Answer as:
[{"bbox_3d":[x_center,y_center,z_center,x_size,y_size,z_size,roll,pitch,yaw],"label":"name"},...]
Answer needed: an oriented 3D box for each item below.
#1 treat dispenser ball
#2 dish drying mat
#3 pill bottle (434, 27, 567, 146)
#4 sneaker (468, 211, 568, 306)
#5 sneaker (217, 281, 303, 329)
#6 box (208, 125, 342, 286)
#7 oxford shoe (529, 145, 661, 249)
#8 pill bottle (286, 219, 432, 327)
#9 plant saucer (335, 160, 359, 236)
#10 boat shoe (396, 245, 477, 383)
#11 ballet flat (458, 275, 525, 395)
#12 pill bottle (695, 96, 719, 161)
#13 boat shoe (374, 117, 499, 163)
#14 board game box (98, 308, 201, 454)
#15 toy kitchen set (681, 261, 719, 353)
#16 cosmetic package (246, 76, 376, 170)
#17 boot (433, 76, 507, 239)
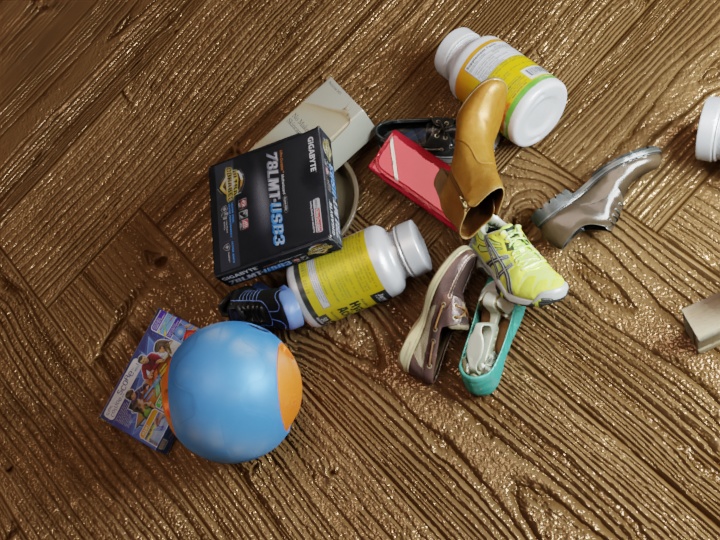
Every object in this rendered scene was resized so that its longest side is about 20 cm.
[{"bbox_3d":[-0.184,0.173,1.252,0.200,0.201,0.202,-9,65,20],"label":"treat dispenser ball"},{"bbox_3d":[0.108,-0.132,1.333,0.200,0.018,0.077,37,91,18],"label":"dish drying mat"},{"bbox_3d":[0.206,-0.286,1.331,0.111,0.111,0.200,-45,59,0],"label":"pill bottle"},{"bbox_3d":[0.207,-0.017,1.196,0.075,0.077,0.200,-21,34,-21],"label":"sneaker"},{"bbox_3d":[-0.151,0.062,1.311,0.078,0.070,0.200,-23,13,-22],"label":"sneaker"},{"bbox_3d":[-0.131,-0.097,1.318,0.198,0.050,0.201,-17,62,21],"label":"box"},{"bbox_3d":[0.344,-0.098,1.225,0.200,0.073,0.085,-36,76,8],"label":"oxford shoe"},{"bbox_3d":[0.000,0.000,1.299,0.199,0.111,0.112,-23,61,14],"label":"pill bottle"},{"bbox_3d":[-0.091,-0.104,1.432,0.199,0.029,0.201,-9,66,20],"label":"plant saucer"},{"bbox_3d":[0.124,0.065,1.233,0.072,0.072,0.201,28,93,27],"label":"boat shoe"},{"bbox_3d":[0.184,0.073,1.211,0.067,0.070,0.201,9,72,27],"label":"ballet flat"},{"bbox_3d":[0.546,-0.171,1.132,0.199,0.112,0.113,13,74,28],"label":"pill bottle"},{"bbox_3d":[0.116,-0.208,1.369,0.199,0.057,0.069,0,68,24],"label":"boat shoe"},{"bbox_3d":[-0.319,0.175,1.408,0.135,0.034,0.201,21,78,30],"label":"board game box"},{"bbox_3d":[0.507,0.070,1.017,0.199,0.163,0.181,-27,60,11],"label":"toy kitchen set"},{"bbox_3d":[-0.083,-0.202,1.413,0.200,0.073,0.104,-43,58,3],"label":"cosmetic package"},{"bbox_3d":[0.173,-0.154,1.220,0.202,0.070,0.144,-65,28,25],"label":"boot"}]
